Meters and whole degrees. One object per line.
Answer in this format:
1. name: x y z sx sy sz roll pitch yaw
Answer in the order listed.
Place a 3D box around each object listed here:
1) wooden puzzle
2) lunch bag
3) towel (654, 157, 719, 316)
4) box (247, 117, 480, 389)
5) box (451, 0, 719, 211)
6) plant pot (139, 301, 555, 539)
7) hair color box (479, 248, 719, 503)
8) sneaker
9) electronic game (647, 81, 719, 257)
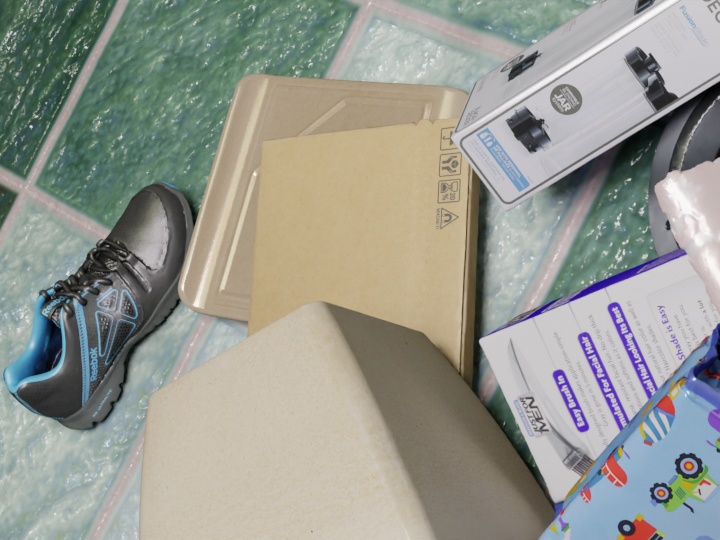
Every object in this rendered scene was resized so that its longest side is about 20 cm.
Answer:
1. wooden puzzle: -0.022 -0.045 1.240 0.200 0.037 0.185 10 80 33
2. lunch bag: 0.214 0.155 0.929 0.200 0.094 0.151 40 116 6
3. towel: 0.271 0.015 0.900 0.200 0.191 0.032 64 156 17
4. box: 0.000 0.000 1.174 0.163 0.021 0.200 -4 73 27
5. box: 0.159 -0.128 1.080 0.200 0.060 0.117 -33 14 22
6. plant pot: -0.018 0.133 1.047 0.200 0.200 0.177 -31 64 23
7. hair color box: 0.181 0.048 1.001 0.200 0.065 0.109 -24 92 30
8. sneaker: -0.191 0.022 1.305 0.073 0.082 0.200 23 86 41
9. electronic game: 0.263 -0.048 1.023 0.200 0.042 0.200 -7 76 31
